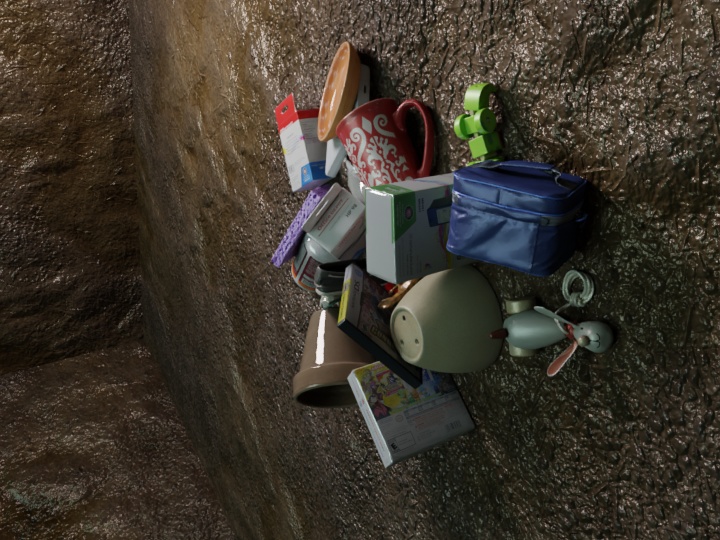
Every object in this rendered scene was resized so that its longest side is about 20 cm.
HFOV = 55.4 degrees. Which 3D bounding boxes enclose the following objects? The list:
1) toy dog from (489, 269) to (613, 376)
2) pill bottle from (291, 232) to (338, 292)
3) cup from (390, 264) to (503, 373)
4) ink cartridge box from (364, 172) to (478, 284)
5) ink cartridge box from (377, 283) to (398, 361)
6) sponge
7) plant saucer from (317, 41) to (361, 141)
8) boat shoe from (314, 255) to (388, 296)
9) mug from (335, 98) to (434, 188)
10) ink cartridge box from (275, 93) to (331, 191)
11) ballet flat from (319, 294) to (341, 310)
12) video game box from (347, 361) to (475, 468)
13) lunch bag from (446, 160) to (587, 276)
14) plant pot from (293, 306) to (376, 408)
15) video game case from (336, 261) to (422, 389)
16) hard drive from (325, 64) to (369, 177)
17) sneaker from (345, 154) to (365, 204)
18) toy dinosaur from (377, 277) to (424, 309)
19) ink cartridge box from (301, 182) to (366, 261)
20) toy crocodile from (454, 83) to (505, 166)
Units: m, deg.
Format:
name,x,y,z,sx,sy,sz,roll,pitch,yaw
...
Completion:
name,x,y,z,sx,sy,sz,roll,pitch,yaw
toy dog,0.272,0.092,1.038,0.200,0.095,0.135,-38,69,58
pill bottle,-0.089,-0.044,1.599,0.111,0.108,0.201,63,148,22
cup,0.138,0.098,1.230,0.199,0.141,0.205,29,125,52
ink cartridge box,0.110,-0.076,1.155,0.087,0.197,0.149,20,118,51
ink cartridge box,0.056,0.115,1.452,0.116,0.066,0.205,27,124,55
sponge,-0.131,-0.104,1.585,0.030,0.111,0.202,36,112,6
plant saucer,-0.042,-0.362,1.406,0.200,0.037,0.205,-167,89,-74
boat shoe,0.000,0.000,1.370,0.067,0.196,0.058,43,141,51
mug,0.058,-0.206,1.270,0.204,0.131,0.177,67,151,11
ink cartridge box,-0.131,-0.300,1.605,0.116,0.066,0.205,-14,89,60
ballet flat,-0.036,0.029,1.450,0.070,0.199,0.074,7,105,28
video game box,0.096,0.251,1.304,0.185,0.196,0.047,66,150,19
lunch bag,0.227,-0.088,0.981,0.197,0.135,0.135,16,118,31
plant pot,-0.044,0.177,1.430,0.200,0.196,0.179,135,138,-56
video game case,0.042,0.099,1.283,0.025,0.199,0.182,-39,23,26
hard drive,-0.028,-0.308,1.427,0.201,0.026,0.134,125,153,-53
sneaker,0.028,-0.155,1.408,0.093,0.074,0.202,97,154,-43
toy dinosaur,0.108,0.005,1.302,0.060,0.202,0.106,31,166,12
ink cartridge box,-0.034,-0.085,1.370,0.066,0.117,0.200,38,180,17
toy crocodile,0.202,-0.196,1.098,0.067,0.061,0.205,-1,105,59
